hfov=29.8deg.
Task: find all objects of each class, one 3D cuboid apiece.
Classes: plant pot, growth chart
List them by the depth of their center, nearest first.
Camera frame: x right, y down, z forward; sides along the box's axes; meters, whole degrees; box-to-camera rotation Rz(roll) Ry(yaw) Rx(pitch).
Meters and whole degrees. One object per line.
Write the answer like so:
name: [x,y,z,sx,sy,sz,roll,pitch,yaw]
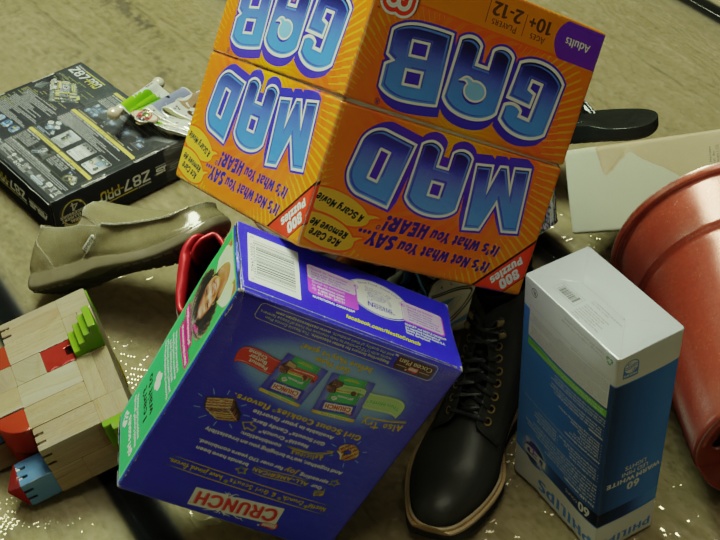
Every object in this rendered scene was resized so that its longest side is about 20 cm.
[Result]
plant pot: [0.306,0.052,1.027,0.199,0.201,0.196,-3,48,-1]
growth chart: [-0.140,-0.155,1.372,0.199,0.018,0.145,14,26,4]

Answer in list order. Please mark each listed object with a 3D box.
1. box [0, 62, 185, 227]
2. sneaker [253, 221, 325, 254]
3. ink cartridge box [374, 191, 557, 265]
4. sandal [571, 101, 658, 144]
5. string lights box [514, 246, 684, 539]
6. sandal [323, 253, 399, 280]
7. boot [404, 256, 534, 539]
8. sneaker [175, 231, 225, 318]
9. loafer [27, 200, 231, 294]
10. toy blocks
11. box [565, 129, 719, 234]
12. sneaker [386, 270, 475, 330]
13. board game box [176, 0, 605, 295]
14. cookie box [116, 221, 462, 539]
box: [-0.294,-0.128,1.365,0.161,0.049,0.200,-32,49,-29]
sneaker: [-0.039,-0.067,1.211,0.088,0.075,0.200,33,22,8]
ink cartridge box: [0.094,-0.046,1.174,0.108,0.051,0.200,0,11,23]
sandal: [0.182,-0.147,1.277,0.199,0.045,0.075,0,27,31]
string lights box: [0.163,0.096,0.962,0.059,0.201,0.103,-23,45,-22]
sandal: [-0.002,0.006,1.174,0.059,0.079,0.207,30,43,11]
boot: [0.083,0.090,1.021,0.077,0.139,0.200,11,43,16]
sneaker: [-0.090,0.000,1.152,0.078,0.116,0.200,13,43,18]
loafer: [-0.208,-0.031,1.175,0.199,0.068,0.076,-15,-5,17]
toy blocks: [-0.255,0.105,1.069,0.136,0.100,0.200,-25,44,-8]
box: [0.281,-0.079,1.173,0.095,0.078,0.199,-10,4,-40]
sneaker: [0.073,0.015,1.161,0.199,0.073,0.072,-29,45,-32]
board game box: [0.017,-0.120,0.995,0.199,0.201,0.200,12,9,-35]
cookie box: [-0.055,0.087,0.941,0.170,0.200,0.075,22,33,-21]
